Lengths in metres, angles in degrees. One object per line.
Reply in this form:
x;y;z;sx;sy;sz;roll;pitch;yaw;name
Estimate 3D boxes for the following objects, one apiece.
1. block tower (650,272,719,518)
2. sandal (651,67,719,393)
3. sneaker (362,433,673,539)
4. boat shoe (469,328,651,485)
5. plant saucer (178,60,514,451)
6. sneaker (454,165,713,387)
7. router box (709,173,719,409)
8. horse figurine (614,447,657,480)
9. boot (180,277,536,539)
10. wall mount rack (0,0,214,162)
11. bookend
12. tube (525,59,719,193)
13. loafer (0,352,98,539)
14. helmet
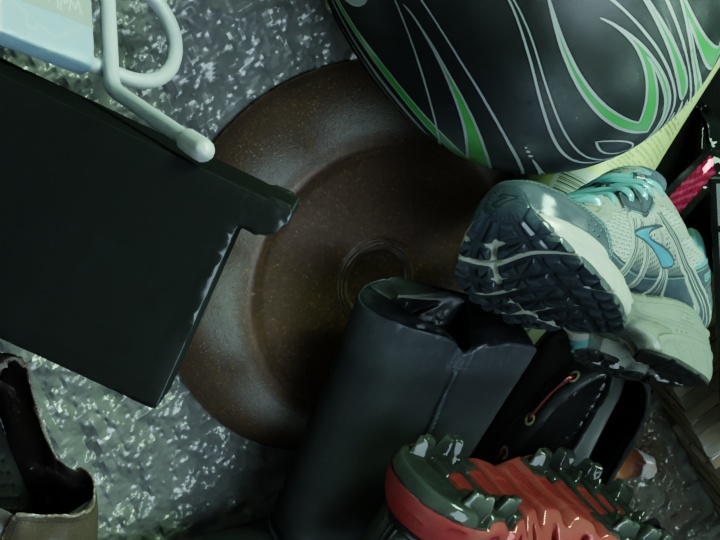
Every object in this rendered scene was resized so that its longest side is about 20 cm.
0.192;0.073;1.504;0.058;0.054;0.200;-37;133;-3;block tower
0.167;-0.017;1.483;0.075;0.045;0.201;11;103;-31;sandal
0.068;0.136;1.378;0.200;0.071;0.098;11;117;-48;sneaker
0.080;0.119;1.468;0.073;0.063;0.202;17;109;-31;boat shoe
0.000;0.000;1.399;0.199;0.037;0.202;-12;115;-26;plant saucer
0.105;-0.012;1.331;0.200;0.077;0.087;36;60;-57;sneaker
0.237;0.019;1.456;0.200;0.052;0.158;-15;103;-61;router box
0.121;0.194;1.531;0.132;0.050;0.200;35;95;-23;horse figurine
-0.024;0.094;1.362;0.164;0.066;0.200;0;133;-40;boot
-0.136;-0.117;1.198;0.199;0.175;0.075;18;139;-34;wall mount rack
-0.155;0.019;1.222;0.199;0.092;0.200;24;95;-1;bookend
0.133;-0.081;1.423;0.201;0.052;0.058;-60;153;-15;tube
-0.151;0.123;1.301;0.073;0.071;0.201;-44;117;-50;loafer
0.080;-0.138;1.310;0.200;0.200;0.191;-42;107;-10;helmet
